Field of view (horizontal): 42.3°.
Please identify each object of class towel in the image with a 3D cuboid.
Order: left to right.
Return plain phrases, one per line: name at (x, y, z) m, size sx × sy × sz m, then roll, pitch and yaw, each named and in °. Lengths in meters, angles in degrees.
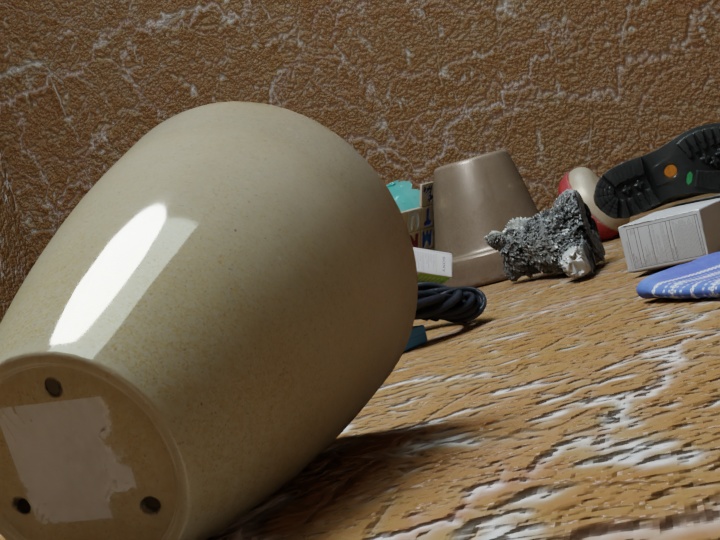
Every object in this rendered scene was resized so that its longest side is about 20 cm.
towel at (0.306, -0.009, 0.656) m, size 0.143 × 0.024 × 0.200 m, roll -17°, pitch 2°, yaw -19°

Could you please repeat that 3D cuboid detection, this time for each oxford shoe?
oxford shoe at (0.344, -0.109, 0.995) m, size 0.197 × 0.074 × 0.084 m, roll -14°, pitch -1°, yaw 9°

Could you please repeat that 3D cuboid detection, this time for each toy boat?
toy boat at (0.363, -0.090, 1.548) m, size 0.131 × 0.131 × 0.200 m, roll -45°, pitch -6°, yaw 12°

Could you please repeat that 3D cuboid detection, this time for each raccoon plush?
raccoon plush at (0.205, -0.027, 1.097) m, size 0.133 × 0.098 × 0.200 m, roll -23°, pitch -1°, yaw 23°

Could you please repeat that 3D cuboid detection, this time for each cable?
cable at (0.019, 0.031, 0.879) m, size 0.197 × 0.052 × 0.163 m, roll -4°, pitch -9°, yaw 11°

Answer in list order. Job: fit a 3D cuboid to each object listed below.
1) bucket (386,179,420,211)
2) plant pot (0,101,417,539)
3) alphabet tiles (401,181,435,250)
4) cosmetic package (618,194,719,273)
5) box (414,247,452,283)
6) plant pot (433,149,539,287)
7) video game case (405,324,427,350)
bucket at (0.056, -0.072, 1.943) m, size 0.134 × 0.210 × 0.206 m, roll -23°, pitch 6°, yaw -32°
plant pot at (-0.082, 0.037, 0.420) m, size 0.185 × 0.190 × 0.200 m, roll -14°, pitch 16°, yaw 19°
alphabet tiles at (0.110, -0.052, 1.410) m, size 0.007 × 0.170 × 0.199 m, roll 14°, pitch 21°, yaw 39°
cosmetic package at (0.340, -0.043, 0.949) m, size 0.082 × 0.051 × 0.199 m, roll -11°, pitch 4°, yaw 38°
box at (0.000, 0.000, 1.182) m, size 0.197 × 0.037 × 0.144 m, roll 10°, pitch -19°, yaw -18°
plant pot at (0.179, -0.076, 1.352) m, size 0.197 × 0.177 × 0.200 m, roll -15°, pitch 3°, yaw 1°
video game case at (-0.054, 0.085, 0.858) m, size 0.142 × 0.018 × 0.199 m, roll -16°, pitch 2°, yaw -42°
